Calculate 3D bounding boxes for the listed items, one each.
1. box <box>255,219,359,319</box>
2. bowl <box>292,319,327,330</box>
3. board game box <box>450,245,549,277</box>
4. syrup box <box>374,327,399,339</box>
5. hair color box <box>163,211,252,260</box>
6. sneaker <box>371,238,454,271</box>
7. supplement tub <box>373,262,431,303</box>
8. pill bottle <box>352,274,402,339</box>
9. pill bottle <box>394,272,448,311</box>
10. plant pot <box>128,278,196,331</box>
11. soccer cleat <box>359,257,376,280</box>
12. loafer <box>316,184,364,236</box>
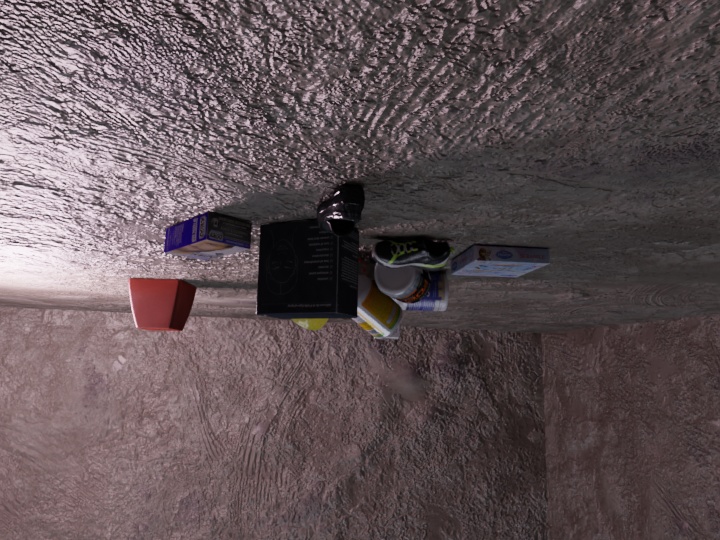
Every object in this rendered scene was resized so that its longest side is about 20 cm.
[{"bbox_3d":[-0.113,0.002,1.167,0.197,0.200,0.124,-2,169,22],"label":"box"},{"bbox_3d":[-0.152,0.074,1.674,0.107,0.202,0.199,-40,148,27],"label":"bowl"},{"bbox_3d":[0.359,-0.021,1.400,0.197,0.042,0.200,3,169,-8],"label":"board game box"},{"bbox_3d":[0.089,0.125,1.776,0.077,0.203,0.081,3,170,-3],"label":"syrup box"},{"bbox_3d":[-0.340,-0.071,1.179,0.108,0.066,0.198,12,163,-43],"label":"hair color box"},{"bbox_3d":[0.125,-0.053,1.259,0.197,0.073,0.083,3,145,-15],"label":"sneaker"},{"bbox_3d":[0.120,0.022,1.441,0.121,0.125,0.200,-3,169,21],"label":"supplement tub"},{"bbox_3d":[0.010,0.083,1.415,0.200,0.112,0.110,41,150,-25],"label":"pill bottle"},{"bbox_3d":[0.170,0.065,1.668,0.197,0.122,0.120,1,169,-1],"label":"pill bottle"},{"bbox_3d":[-0.750,0.136,2.012,0.196,0.179,0.200,1,169,0],"label":"plant pot"},{"bbox_3d":[0.000,0.000,1.502,0.077,0.070,0.199,-2,172,40],"label":"soccer cleat"},{"bbox_3d":[-0.041,-0.096,0.979,0.067,0.072,0.200,5,169,-16],"label":"loafer"}]
